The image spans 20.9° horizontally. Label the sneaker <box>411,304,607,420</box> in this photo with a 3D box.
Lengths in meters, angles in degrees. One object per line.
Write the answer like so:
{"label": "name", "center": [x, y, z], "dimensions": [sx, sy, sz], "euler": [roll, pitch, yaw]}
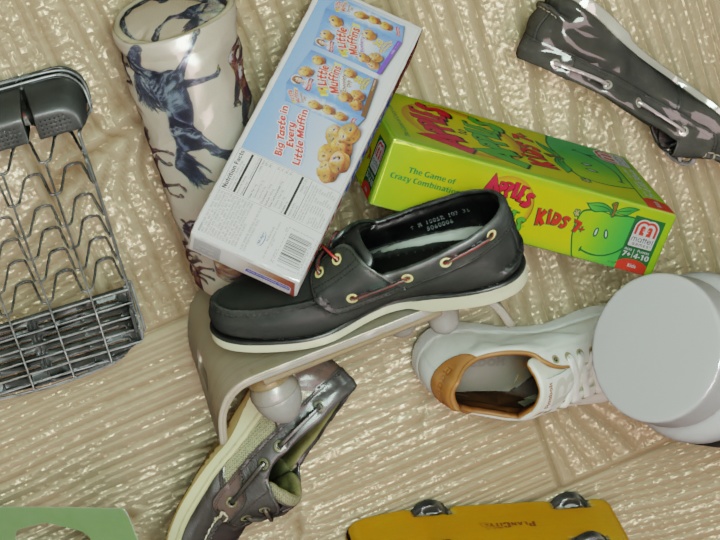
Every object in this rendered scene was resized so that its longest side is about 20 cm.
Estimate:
{"label": "sneaker", "center": [0.141, 0.075, 1.354], "dimensions": [0.199, 0.085, 0.073], "euler": [-5, 114, -13]}

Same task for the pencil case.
{"label": "pencil case", "center": [-0.092, -0.083, 1.231], "dimensions": [0.078, 0.090, 0.201], "euler": [-5, 119, 21]}

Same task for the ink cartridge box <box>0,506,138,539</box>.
{"label": "ink cartridge box", "center": [-0.195, 0.254, 1.344], "dimensions": [0.145, 0.048, 0.201], "euler": [-3, 123, 27]}

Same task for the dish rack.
{"label": "dish rack", "center": [-0.224, -0.016, 1.246], "dimensions": [0.153, 0.055, 0.201], "euler": [-16, 119, -4]}

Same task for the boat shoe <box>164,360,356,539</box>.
{"label": "boat shoe", "center": [-0.070, 0.141, 1.334], "dimensions": [0.065, 0.073, 0.200], "euler": [33, 108, 17]}

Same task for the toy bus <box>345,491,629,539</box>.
{"label": "toy bus", "center": [0.091, 0.213, 1.417], "dimensions": [0.199, 0.065, 0.079], "euler": [-2, 115, -12]}

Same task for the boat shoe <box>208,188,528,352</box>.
{"label": "boat shoe", "center": [0.000, -0.002, 1.191], "dimensions": [0.201, 0.074, 0.063], "euler": [-14, 125, 6]}

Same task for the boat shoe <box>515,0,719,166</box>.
{"label": "boat shoe", "center": [0.186, -0.110, 1.286], "dimensions": [0.200, 0.067, 0.057], "euler": [36, 92, -18]}

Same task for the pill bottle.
{"label": "pill bottle", "center": [0.244, 0.062, 1.309], "dimensions": [0.200, 0.114, 0.114], "euler": [12, 115, -52]}

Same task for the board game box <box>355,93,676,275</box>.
{"label": "board game box", "center": [0.094, -0.059, 1.270], "dimensions": [0.199, 0.102, 0.048], "euler": [14, 111, -19]}

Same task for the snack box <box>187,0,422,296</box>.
{"label": "snack box", "center": [-0.031, -0.083, 1.189], "dimensions": [0.072, 0.200, 0.024], "euler": [24, 152, 3]}

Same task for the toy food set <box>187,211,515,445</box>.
{"label": "toy food set", "center": [-0.012, 0.036, 1.267], "dimensions": [0.199, 0.144, 0.061], "euler": [-21, 117, -3]}
